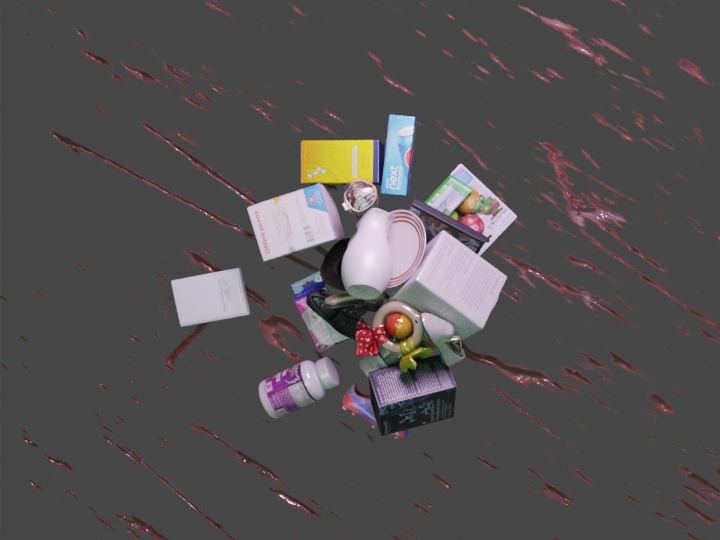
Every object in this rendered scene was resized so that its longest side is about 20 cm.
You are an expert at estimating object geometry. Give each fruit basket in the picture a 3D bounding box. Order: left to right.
[{"bbox_3d":[0.262,-0.136,1.669,0.200,0.094,0.185,44,100,0],"label":"fruit basket"}]

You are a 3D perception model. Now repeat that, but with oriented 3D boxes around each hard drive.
[{"bbox_3d":[-0.415,0.075,1.828,0.200,0.027,0.132,-10,93,9],"label":"hard drive"}]

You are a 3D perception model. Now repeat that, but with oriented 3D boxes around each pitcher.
[{"bbox_3d":[0.008,-0.027,1.597,0.121,0.172,0.200,20,60,-21],"label":"pitcher"}]

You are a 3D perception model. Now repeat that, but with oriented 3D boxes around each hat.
[{"bbox_3d":[0.000,0.000,1.722,0.200,0.081,0.201,-10,49,12],"label":"hat"}]

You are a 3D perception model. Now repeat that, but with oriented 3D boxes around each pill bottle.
[{"bbox_3d":[-0.162,0.308,1.765,0.200,0.112,0.112,-26,90,10],"label":"pill bottle"},{"bbox_3d":[0.100,0.204,1.712,0.200,0.116,0.116,-44,87,10],"label":"pill bottle"}]

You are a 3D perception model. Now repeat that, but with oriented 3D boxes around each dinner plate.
[{"bbox_3d":[0.084,-0.051,1.618,0.200,0.024,0.201,-19,61,39],"label":"dinner plate"}]

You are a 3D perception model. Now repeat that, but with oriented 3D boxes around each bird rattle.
[{"bbox_3d":[0.084,0.150,1.604,0.200,0.113,0.163,24,108,24],"label":"bird rattle"}]

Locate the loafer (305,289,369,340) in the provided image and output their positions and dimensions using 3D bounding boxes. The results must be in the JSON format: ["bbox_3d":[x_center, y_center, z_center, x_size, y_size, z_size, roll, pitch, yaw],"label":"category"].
[{"bbox_3d":[-0.057,0.121,1.721,0.200,0.070,0.068,35,86,-4],"label":"loafer"}]

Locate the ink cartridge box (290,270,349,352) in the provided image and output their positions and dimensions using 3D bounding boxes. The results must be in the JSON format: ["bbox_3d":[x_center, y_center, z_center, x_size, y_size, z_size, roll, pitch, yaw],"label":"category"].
[{"bbox_3d":[-0.109,0.111,1.780,0.095,0.037,0.200,-26,89,10],"label":"ink cartridge box"}]

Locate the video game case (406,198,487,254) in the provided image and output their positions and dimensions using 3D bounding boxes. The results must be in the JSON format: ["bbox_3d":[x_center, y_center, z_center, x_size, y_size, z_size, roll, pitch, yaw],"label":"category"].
[{"bbox_3d":[0.195,-0.071,1.659,0.200,0.026,0.181,29,143,6],"label":"video game case"}]

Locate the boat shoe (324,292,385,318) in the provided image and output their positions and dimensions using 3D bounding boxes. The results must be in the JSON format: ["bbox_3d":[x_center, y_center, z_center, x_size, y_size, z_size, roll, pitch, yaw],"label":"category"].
[{"bbox_3d":[-0.010,0.089,1.686,0.072,0.200,0.065,-1,92,40],"label":"boat shoe"}]

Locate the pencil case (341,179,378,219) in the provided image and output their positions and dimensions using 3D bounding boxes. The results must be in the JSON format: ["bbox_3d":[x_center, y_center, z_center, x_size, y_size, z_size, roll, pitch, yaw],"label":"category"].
[{"bbox_3d":[0.000,-0.175,1.657,0.089,0.200,0.078,-21,88,2],"label":"pencil case"}]

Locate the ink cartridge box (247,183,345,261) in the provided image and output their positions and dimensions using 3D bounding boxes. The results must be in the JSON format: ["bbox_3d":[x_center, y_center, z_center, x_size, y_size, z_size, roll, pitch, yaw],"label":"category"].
[{"bbox_3d":[-0.164,-0.123,1.710,0.200,0.145,0.148,-16,92,10],"label":"ink cartridge box"}]

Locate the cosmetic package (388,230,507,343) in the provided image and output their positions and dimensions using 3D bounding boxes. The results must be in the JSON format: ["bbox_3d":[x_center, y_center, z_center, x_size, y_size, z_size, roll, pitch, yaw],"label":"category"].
[{"bbox_3d":[0.211,0.047,1.609,0.200,0.166,0.167,36,60,-5],"label":"cosmetic package"}]

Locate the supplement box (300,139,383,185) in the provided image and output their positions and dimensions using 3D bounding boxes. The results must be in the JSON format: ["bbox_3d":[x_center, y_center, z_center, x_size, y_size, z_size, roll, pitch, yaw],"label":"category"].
[{"bbox_3d":[-0.044,-0.275,1.697,0.200,0.109,0.110,1,95,9],"label":"supplement box"}]

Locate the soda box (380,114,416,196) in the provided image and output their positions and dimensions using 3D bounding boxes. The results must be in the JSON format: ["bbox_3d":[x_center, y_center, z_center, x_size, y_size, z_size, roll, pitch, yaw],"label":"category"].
[{"bbox_3d":[0.099,-0.293,1.695,0.068,0.064,0.200,7,97,9],"label":"soda box"}]

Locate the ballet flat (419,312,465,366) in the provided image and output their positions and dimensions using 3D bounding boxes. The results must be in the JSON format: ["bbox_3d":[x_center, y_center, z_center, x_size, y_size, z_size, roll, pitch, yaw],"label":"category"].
[{"bbox_3d":[0.200,0.157,1.563,0.069,0.070,0.200,-23,134,10],"label":"ballet flat"}]

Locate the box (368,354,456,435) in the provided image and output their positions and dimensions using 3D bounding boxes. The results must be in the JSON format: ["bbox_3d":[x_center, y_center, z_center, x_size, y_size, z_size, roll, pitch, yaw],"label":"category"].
[{"bbox_3d":[0.130,0.313,1.662,0.200,0.149,0.107,-13,49,-6],"label":"box"}]

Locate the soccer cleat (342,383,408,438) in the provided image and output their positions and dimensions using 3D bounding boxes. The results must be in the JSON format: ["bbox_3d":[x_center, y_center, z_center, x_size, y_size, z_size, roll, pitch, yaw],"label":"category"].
[{"bbox_3d":[0.046,0.378,1.764,0.200,0.067,0.077,28,94,8],"label":"soccer cleat"}]
